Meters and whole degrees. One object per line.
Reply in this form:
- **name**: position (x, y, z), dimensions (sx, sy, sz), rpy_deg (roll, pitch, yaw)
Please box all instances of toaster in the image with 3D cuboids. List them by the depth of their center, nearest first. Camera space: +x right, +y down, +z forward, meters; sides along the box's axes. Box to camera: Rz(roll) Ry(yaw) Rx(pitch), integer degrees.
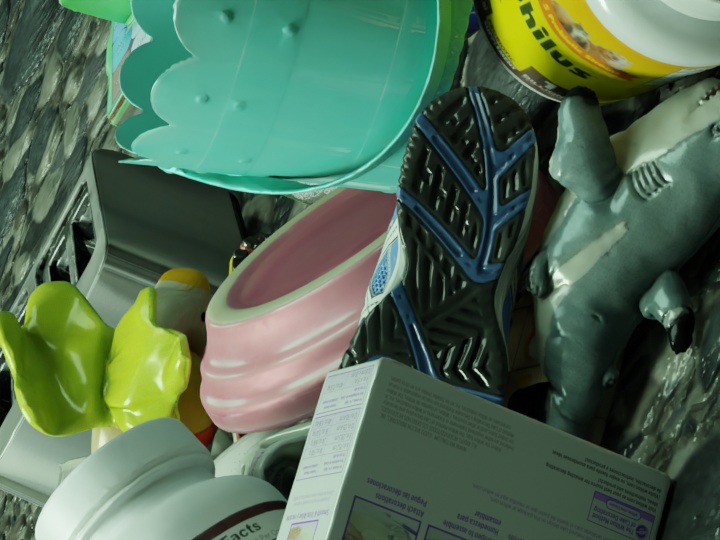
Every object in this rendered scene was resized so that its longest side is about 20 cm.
- **toaster**: position (-0.144, 0.050, 1.733), dimensions (0.181, 0.118, 0.200), rpy_deg (-60, 21, 20)

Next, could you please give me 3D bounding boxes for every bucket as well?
- **bucket**: position (-0.029, -0.134, 1.360), dimensions (0.207, 0.134, 0.208), rpy_deg (-169, 90, -79)

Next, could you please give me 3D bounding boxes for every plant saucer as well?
- **plant saucer**: position (0.000, 0.000, 1.397), dimensions (0.200, 0.051, 0.201), rpy_deg (-31, 14, 9)

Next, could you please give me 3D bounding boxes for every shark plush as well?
- **shark plush**: position (0.110, 0.007, 1.231), dimensions (0.083, 0.091, 0.201), rpy_deg (24, 83, 35)

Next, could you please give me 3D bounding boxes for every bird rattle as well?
- **bird rattle**: position (-0.105, 0.089, 1.491), dimensions (0.163, 0.112, 0.201), rpy_deg (-55, -40, -53)

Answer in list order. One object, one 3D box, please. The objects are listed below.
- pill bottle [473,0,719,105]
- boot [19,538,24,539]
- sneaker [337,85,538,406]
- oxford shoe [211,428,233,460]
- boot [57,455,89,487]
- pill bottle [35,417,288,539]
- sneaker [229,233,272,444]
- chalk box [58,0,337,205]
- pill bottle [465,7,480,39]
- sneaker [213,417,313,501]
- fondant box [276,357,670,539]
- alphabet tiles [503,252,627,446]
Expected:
- **pill bottle**: position (0.125, -0.135, 1.243), dimensions (0.200, 0.109, 0.110), rpy_deg (163, 127, -75)
- **boot**: position (-0.116, 0.207, 1.388), dimensions (0.165, 0.199, 0.066), rpy_deg (-44, 30, 46)
- **sneaker**: position (0.037, 0.022, 1.267), dimensions (0.077, 0.075, 0.201), rpy_deg (27, -99, -83)
- **oxford shoe**: position (-0.075, 0.129, 1.574), dimensions (0.075, 0.058, 0.200), rpy_deg (-63, 22, 7)
- **boot**: position (-0.133, 0.201, 1.570), dimensions (0.182, 0.072, 0.201), rpy_deg (175, 106, -67)
- **pill bottle**: position (-0.050, 0.165, 1.259), dimensions (0.200, 0.113, 0.113), rpy_deg (48, 122, 21)
- **sneaker**: position (-0.034, 0.073, 1.533), dimensions (0.200, 0.077, 0.082), rpy_deg (-94, 12, -49)
- **chalk box**: position (-0.069, -0.142, 1.632), dimensions (0.125, 0.199, 0.124), rpy_deg (-52, 25, 34)
- **pill bottle**: position (0.066, -0.207, 1.480), dimensions (0.200, 0.119, 0.120), rpy_deg (-40, 34, 52)
- **sneaker**: position (-0.029, 0.096, 1.367), dimensions (0.200, 0.099, 0.075), rpy_deg (-15, 71, 50)
- **fondant box**: position (0.030, 0.154, 1.162), dimensions (0.058, 0.144, 0.201), rpy_deg (-19, 51, 62)
- **alphabet tiles**: position (0.068, 0.063, 1.357), dimensions (0.200, 0.008, 0.168), rpy_deg (-18, 53, 63)
